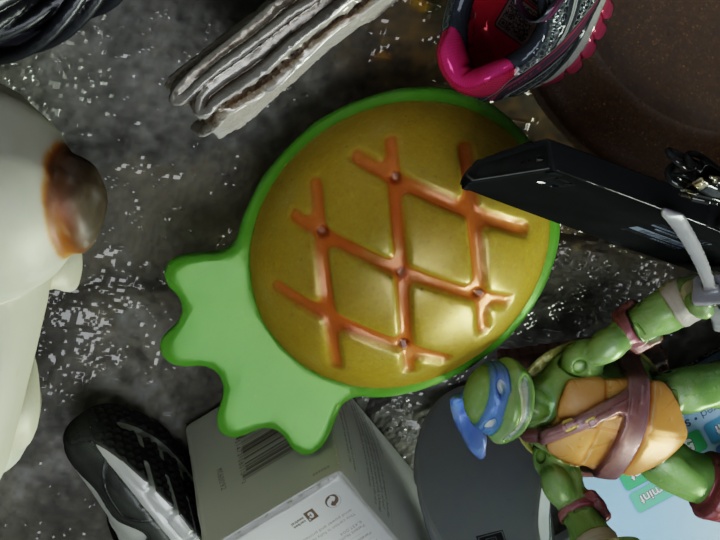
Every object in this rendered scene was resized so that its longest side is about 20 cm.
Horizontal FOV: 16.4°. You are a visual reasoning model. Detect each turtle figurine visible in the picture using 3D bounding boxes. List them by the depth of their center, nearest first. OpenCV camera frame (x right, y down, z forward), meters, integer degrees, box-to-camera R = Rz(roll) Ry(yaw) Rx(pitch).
[{"bbox_3d":[0.157,0.080,1.167,0.193,0.145,0.200,9,157,-31],"label":"turtle figurine"}]

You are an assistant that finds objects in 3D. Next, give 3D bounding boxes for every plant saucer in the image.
[{"bbox_3d":[0.158,-0.131,1.115,0.199,0.037,0.202,8,109,25],"label":"plant saucer"}]

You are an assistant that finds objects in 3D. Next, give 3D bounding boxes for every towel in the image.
[{"bbox_3d":[-0.012,-0.111,1.056,0.132,0.200,0.035,-36,94,13],"label":"towel"}]

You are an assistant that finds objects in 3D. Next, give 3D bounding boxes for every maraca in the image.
[{"bbox_3d":[0.000,0.000,1.170,0.199,0.107,0.137,-36,98,8],"label":"maraca"}]

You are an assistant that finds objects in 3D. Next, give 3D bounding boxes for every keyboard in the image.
[{"bbox_3d":[0.151,-0.025,1.111,0.199,0.127,0.021,17,77,-34],"label":"keyboard"}]

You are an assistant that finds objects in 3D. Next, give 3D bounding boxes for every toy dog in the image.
[{"bbox_3d":[-0.190,0.005,1.096,0.139,0.195,0.201,19,124,-8],"label":"toy dog"}]

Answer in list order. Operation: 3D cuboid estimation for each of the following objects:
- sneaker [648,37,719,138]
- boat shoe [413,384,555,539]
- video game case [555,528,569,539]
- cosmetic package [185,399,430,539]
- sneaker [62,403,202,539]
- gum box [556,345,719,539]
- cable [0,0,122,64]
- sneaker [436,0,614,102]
[{"bbox_3d":[0.214,-0.081,1.151,0.075,0.116,0.201,0,129,-49],"label":"sneaker"},{"bbox_3d":[0.067,0.143,1.228,0.068,0.201,0.057,-9,135,0],"label":"boat shoe"},{"bbox_3d":[0.217,0.179,1.334,0.199,0.023,0.183,-31,99,5],"label":"video game case"},{"bbox_3d":[0.003,0.152,1.273,0.084,0.108,0.200,-31,121,10],"label":"cosmetic package"},{"bbox_3d":[-0.097,0.150,1.272,0.080,0.074,0.200,-29,123,10],"label":"sneaker"},{"bbox_3d":[0.208,0.143,1.294,0.169,0.045,0.201,-28,99,4],"label":"gum box"},{"bbox_3d":[-0.170,-0.156,1.075,0.198,0.051,0.164,10,120,-18],"label":"cable"},{"bbox_3d":[0.095,-0.159,1.076,0.080,0.075,0.201,30,116,18],"label":"sneaker"}]
